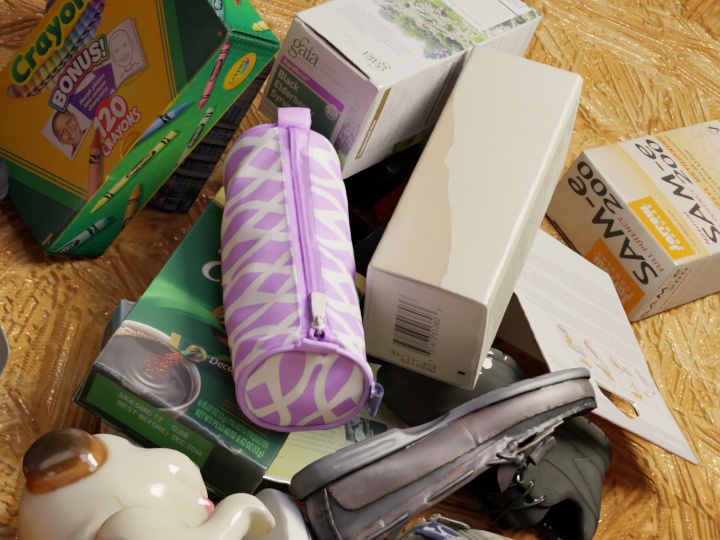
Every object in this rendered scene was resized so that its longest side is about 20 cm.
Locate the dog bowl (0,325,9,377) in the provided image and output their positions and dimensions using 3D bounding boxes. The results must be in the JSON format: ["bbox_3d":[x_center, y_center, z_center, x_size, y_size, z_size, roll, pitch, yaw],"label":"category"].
[{"bbox_3d":[-0.291,0.062,0.907,0.198,0.059,0.201,18,43,-18],"label":"dog bowl"}]

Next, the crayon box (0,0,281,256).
[{"bbox_3d":[-0.155,-0.119,1.064,0.058,0.200,0.119,3,45,-57],"label":"crayon box"}]

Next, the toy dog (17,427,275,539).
[{"bbox_3d":[-0.125,0.179,0.867,0.140,0.192,0.201,59,16,-47],"label":"toy dog"}]

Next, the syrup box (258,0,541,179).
[{"bbox_3d":[0.029,-0.140,1.121,0.079,0.082,0.199,40,41,18],"label":"syrup box"}]

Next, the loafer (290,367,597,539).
[{"bbox_3d":[0.057,0.116,0.986,0.198,0.072,0.063,-18,75,-20],"label":"loafer"}]

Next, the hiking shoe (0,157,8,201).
[{"bbox_3d":[-0.294,-0.122,1.051,0.200,0.101,0.076,42,41,8],"label":"hiking shoe"}]

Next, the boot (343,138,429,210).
[{"bbox_3d":[0.003,-0.135,1.220,0.164,0.066,0.200,33,41,18],"label":"boot"}]

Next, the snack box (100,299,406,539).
[{"bbox_3d":[-0.064,0.094,1.046,0.198,0.037,0.117,16,43,-22],"label":"snack box"}]

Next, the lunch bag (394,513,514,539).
[{"bbox_3d":[0.102,0.230,0.925,0.199,0.140,0.168,27,19,-44],"label":"lunch bag"}]

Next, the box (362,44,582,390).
[{"bbox_3d":[0.072,-0.037,1.055,0.077,0.095,0.201,18,53,10],"label":"box"}]

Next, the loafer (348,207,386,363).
[{"bbox_3d":[0.000,0.000,1.156,0.200,0.071,0.068,39,41,5],"label":"loafer"}]

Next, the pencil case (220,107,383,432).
[{"bbox_3d":[-0.041,0.001,0.988,0.083,0.086,0.201,-3,46,-9],"label":"pencil case"}]

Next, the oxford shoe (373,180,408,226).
[{"bbox_3d":[0.052,-0.047,1.240,0.072,0.071,0.201,-2,51,-40],"label":"oxford shoe"}]

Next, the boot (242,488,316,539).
[{"bbox_3d":[-0.022,0.223,0.938,0.090,0.073,0.201,24,42,-33],"label":"boot"}]

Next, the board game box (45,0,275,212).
[{"bbox_3d":[-0.133,-0.181,1.142,0.061,0.200,0.201,0,50,-34],"label":"board game box"}]

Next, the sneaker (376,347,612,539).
[{"bbox_3d":[0.091,0.117,1.082,0.199,0.076,0.091,31,46,-26],"label":"sneaker"}]

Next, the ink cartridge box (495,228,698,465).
[{"bbox_3d":[0.142,0.050,1.164,0.199,0.045,0.177,29,34,-48],"label":"ink cartridge box"}]

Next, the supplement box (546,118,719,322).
[{"bbox_3d":[0.263,-0.046,1.378,0.199,0.074,0.126,-16,60,-42],"label":"supplement box"}]

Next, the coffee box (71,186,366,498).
[{"bbox_3d":[-0.080,0.041,1.024,0.122,0.044,0.200,33,38,-1],"label":"coffee box"}]
